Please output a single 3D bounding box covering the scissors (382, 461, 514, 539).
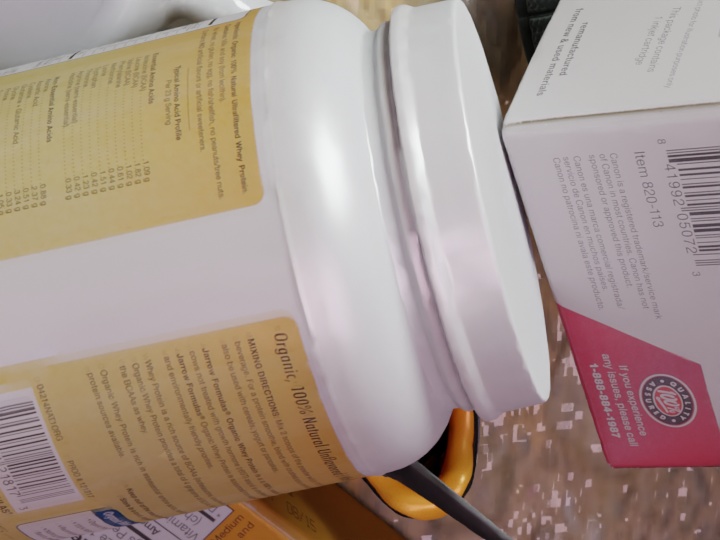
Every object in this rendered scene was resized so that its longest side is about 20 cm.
[{"bbox_3d":[-0.004,0.057,0.772,0.014,0.200,0.073,-31,156,-38],"label":"scissors"}]

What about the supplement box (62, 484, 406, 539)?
[{"bbox_3d":[-0.055,0.094,0.833,0.069,0.067,0.200,-42,115,13],"label":"supplement box"}]

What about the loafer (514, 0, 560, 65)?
[{"bbox_3d":[0.112,-0.063,0.807,0.072,0.063,0.201,-12,118,30],"label":"loafer"}]

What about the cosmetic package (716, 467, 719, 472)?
[{"bbox_3d":[0.221,0.103,0.819,0.150,0.200,0.052,17,110,-19],"label":"cosmetic package"}]

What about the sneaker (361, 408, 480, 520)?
[{"bbox_3d":[0.000,0.000,0.794,0.078,0.077,0.201,-24,116,2],"label":"sneaker"}]

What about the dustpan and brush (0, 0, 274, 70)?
[{"bbox_3d":[-0.078,-0.099,0.726,0.199,0.057,0.140,31,118,4],"label":"dustpan and brush"}]

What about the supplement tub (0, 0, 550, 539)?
[{"bbox_3d":[-0.053,0.000,0.680,0.199,0.145,0.145,-12,118,9],"label":"supplement tub"}]

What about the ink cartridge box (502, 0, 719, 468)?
[{"bbox_3d":[0.163,-0.016,0.711,0.199,0.083,0.147,-3,126,25],"label":"ink cartridge box"}]
